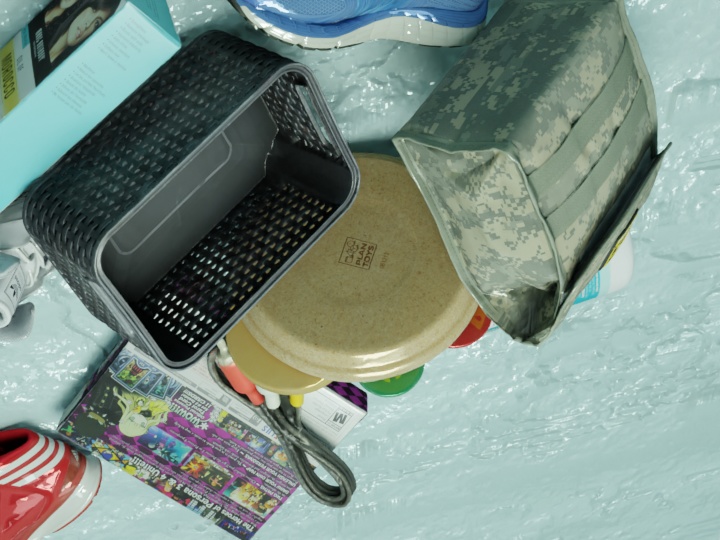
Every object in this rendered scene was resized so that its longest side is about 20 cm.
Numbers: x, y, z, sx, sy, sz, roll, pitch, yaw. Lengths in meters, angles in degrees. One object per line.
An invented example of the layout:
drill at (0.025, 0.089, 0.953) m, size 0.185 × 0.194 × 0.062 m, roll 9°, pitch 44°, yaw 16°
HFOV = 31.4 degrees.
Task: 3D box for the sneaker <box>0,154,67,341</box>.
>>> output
sneaker at (-0.224, -0.015, 0.909) m, size 0.199 × 0.115 × 0.075 m, roll -14°, pitch 135°, yaw -8°

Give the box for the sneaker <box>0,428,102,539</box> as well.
sneaker at (-0.331, 0.210, 1.117) m, size 0.200 × 0.078 × 0.115 m, roll -46°, pitch 122°, yaw 6°

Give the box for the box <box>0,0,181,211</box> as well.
box at (-0.210, -0.118, 0.844) m, size 0.200 × 0.082 × 0.049 m, roll -39°, pitch 132°, yaw 16°

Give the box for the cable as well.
cable at (-0.067, 0.122, 1.028) m, size 0.097 × 0.050 × 0.201 m, roll -5°, pitch 120°, yaw 17°

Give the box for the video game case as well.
video game case at (-0.125, 0.120, 1.078) m, size 0.200 × 0.036 × 0.181 m, roll 33°, pitch 115°, yaw -16°

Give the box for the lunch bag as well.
lunch bag at (0.135, -0.065, 0.894) m, size 0.164 × 0.117 × 0.200 m, roll -52°, pitch 133°, yaw -27°

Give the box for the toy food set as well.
toy food set at (0.000, 0.000, 0.953) m, size 0.197 × 0.201 × 0.049 m, roll 0°, pitch 151°, yaw 3°

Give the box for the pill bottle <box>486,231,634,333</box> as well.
pill bottle at (0.112, -0.010, 1.042) m, size 0.199 × 0.111 × 0.111 m, roll -17°, pitch 134°, yaw -4°

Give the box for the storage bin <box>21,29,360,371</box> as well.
storage bin at (-0.111, -0.050, 0.877) m, size 0.200 × 0.094 × 0.135 m, roll -47°, pitch 137°, yaw -18°

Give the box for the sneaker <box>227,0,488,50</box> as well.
sneaker at (-0.001, -0.203, 0.859) m, size 0.199 × 0.079 × 0.090 m, roll -7°, pitch 126°, yaw -25°
